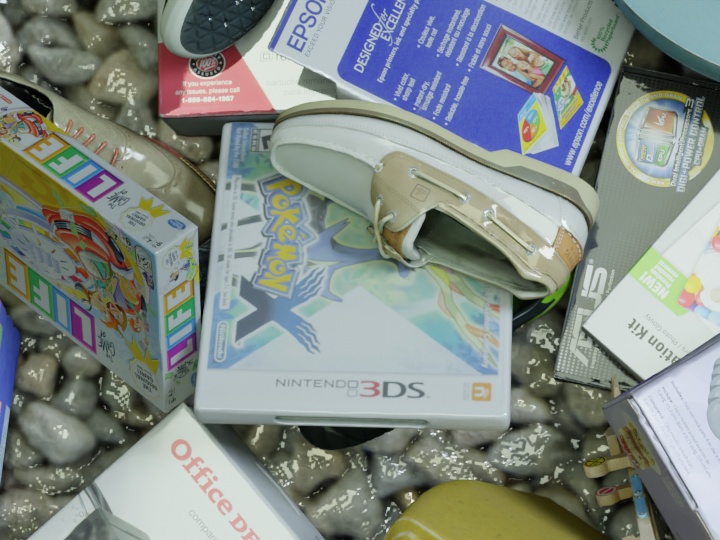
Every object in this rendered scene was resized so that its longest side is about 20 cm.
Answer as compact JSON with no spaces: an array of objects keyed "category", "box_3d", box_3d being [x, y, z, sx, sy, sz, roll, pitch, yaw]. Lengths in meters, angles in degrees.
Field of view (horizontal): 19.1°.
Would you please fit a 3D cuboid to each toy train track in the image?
[{"category":"toy train track","box_3d":[0.151,0.134,1.236,0.032,0.200,0.115,-15,104,7]}]

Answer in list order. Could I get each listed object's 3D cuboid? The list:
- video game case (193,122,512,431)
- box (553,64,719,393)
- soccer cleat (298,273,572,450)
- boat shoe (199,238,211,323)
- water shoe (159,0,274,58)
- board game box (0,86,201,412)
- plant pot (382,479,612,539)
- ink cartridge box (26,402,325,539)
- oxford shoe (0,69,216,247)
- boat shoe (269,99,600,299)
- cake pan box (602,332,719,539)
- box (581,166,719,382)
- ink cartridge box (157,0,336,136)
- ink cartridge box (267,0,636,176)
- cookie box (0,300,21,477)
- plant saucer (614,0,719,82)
[{"category":"video game case","box_3d":[0.000,0.000,1.268,0.182,0.022,0.200,1,60,4]},{"category":"box","box_3d":[0.217,-0.012,1.318,0.160,0.044,0.200,13,86,6]},{"category":"soccer cleat","box_3d":[0.041,0.040,1.314,0.200,0.081,0.068,-35,82,2]},{"category":"boat shoe","box_3d":[-0.041,-0.006,1.333,0.200,0.071,0.091,-42,80,0]},{"category":"water shoe","box_3d":[-0.076,-0.223,1.287,0.079,0.071,0.200,26,89,36]},{"category":"board game box","box_3d":[-0.175,-0.019,1.290,0.200,0.135,0.034,34,53,29]},{"category":"plant pot","box_3d":[0.080,0.231,1.196,0.195,0.200,0.194,30,90,35]},{"category":"ink cartridge box","box_3d":[-0.129,0.199,1.315,0.200,0.084,0.145,-41,80,1]},{"category":"oxford shoe","box_3d":[-0.178,-0.068,1.352,0.200,0.075,0.071,25,87,8]},{"category":"boat shoe","box_3d":[0.034,-0.041,1.234,0.200,0.075,0.068,16,62,15]},{"category":"cake pan box","box_3d":[0.260,0.115,1.187,0.184,0.052,0.200,-30,86,-19]},{"category":"box","box_3d":[0.253,0.010,1.271,0.156,0.041,0.200,42,91,8]},{"category":"ink cartridge box","box_3d":[-0.053,-0.190,1.346,0.145,0.083,0.200,-2,84,6]},{"category":"ink cartridge box","box_3d":[0.065,-0.158,1.295,0.200,0.047,0.198,26,65,-3]},{"category":"cookie box","box_3d":[-0.326,0.099,1.331,0.200,0.075,0.171,2,66,6]},{"category":"plant saucer","box_3d":[0.233,-0.167,1.287,0.200,0.027,0.200,10,43,-10]}]
